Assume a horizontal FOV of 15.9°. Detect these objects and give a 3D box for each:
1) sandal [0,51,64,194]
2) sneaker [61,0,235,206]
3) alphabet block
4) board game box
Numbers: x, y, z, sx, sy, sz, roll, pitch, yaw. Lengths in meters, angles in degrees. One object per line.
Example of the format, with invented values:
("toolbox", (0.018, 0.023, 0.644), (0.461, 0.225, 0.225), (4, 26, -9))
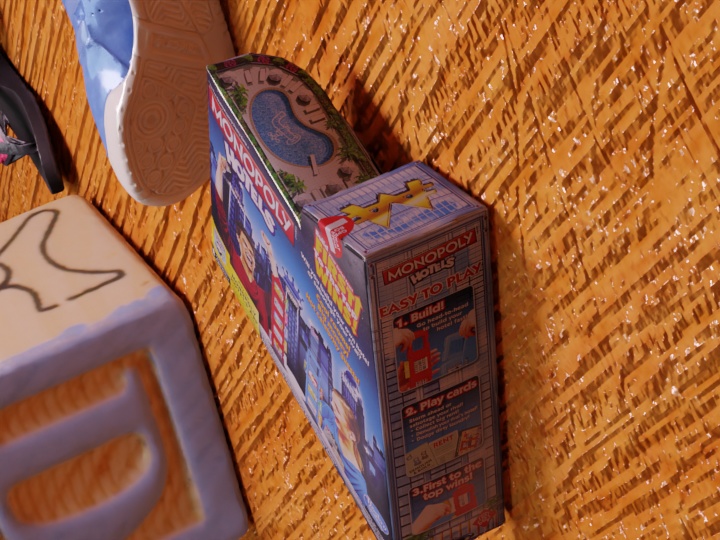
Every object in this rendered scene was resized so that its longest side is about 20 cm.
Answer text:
("sandal", (-0.264, -0.115, 1.873), (0.200, 0.045, 0.075), (52, 158, 43))
("sneaker", (-0.124, -0.138, 1.327), (0.111, 0.076, 0.201), (37, 143, 49))
("alphabet block", (-0.214, 0.094, 1.738), (0.200, 0.194, 0.197), (43, 149, 57))
("board game box", (0.000, 0.000, 1.153), (0.200, 0.061, 0.200), (59, 161, 27))
